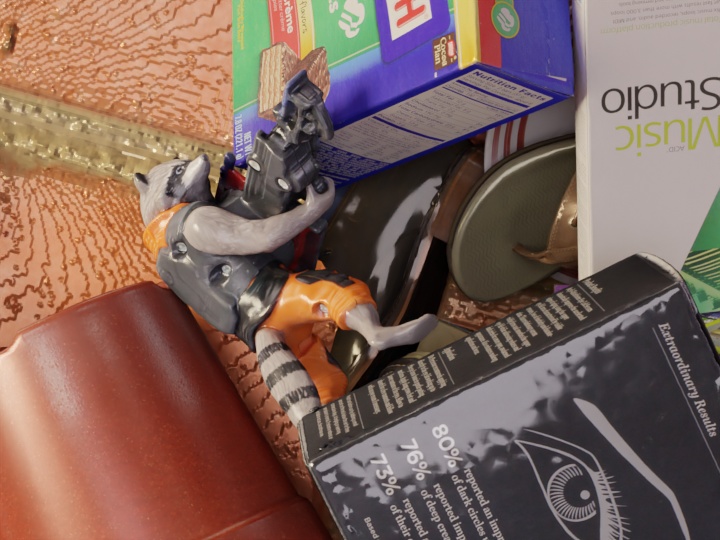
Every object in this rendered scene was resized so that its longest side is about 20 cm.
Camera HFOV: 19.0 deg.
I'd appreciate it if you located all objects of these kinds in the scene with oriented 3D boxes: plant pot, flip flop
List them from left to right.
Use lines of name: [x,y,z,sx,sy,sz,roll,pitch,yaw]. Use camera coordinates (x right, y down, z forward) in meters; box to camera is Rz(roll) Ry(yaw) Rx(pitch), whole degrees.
plant pot: [-0.132,0.122,1.198,0.201,0.201,0.195,-26,83,1]
flip flop: [0.141,-0.036,1.190,0.200,0.058,0.081,-20,123,8]

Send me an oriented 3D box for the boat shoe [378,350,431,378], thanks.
boat shoe: [0.033,0.146,1.178,0.065,0.073,0.200,-9,90,-40]

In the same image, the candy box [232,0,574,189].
candy box: [0.017,-0.151,1.159,0.077,0.200,0.169,13,68,-40]

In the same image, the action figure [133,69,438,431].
action figure: [-0.049,-0.003,1.137,0.105,0.200,0.193,-34,61,-28]

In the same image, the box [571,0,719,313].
box: [0.186,-0.070,1.125,0.144,0.036,0.200,-7,120,-3]

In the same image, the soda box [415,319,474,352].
soda box: [0.113,0.094,1.191,0.200,0.064,0.068,25,93,43]

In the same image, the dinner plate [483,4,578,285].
dinner plate: [0.163,-0.080,1.229,0.200,0.024,0.200,-8,121,-14]

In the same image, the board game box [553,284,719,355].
board game box: [0.199,0.041,1.147,0.200,0.120,0.032,0,118,11]

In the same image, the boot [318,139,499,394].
boot: [0.000,0.000,1.256,0.097,0.075,0.200,32,92,18]

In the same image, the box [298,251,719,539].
box: [0.090,0.102,1.043,0.200,0.104,0.148,-25,99,0]
